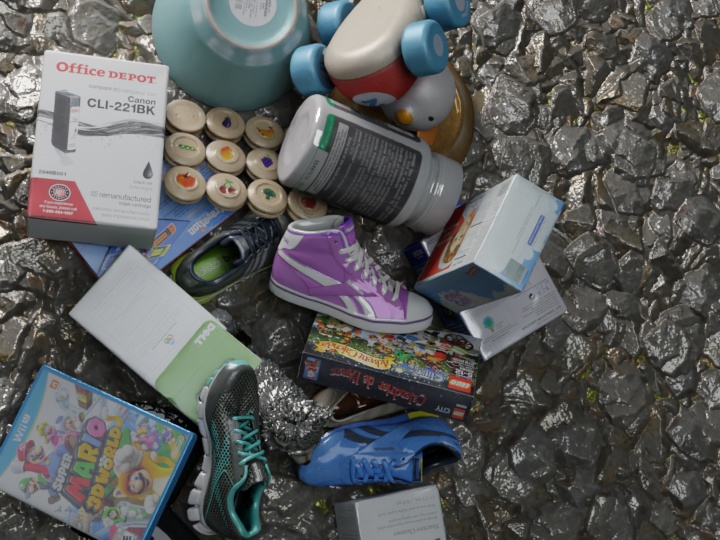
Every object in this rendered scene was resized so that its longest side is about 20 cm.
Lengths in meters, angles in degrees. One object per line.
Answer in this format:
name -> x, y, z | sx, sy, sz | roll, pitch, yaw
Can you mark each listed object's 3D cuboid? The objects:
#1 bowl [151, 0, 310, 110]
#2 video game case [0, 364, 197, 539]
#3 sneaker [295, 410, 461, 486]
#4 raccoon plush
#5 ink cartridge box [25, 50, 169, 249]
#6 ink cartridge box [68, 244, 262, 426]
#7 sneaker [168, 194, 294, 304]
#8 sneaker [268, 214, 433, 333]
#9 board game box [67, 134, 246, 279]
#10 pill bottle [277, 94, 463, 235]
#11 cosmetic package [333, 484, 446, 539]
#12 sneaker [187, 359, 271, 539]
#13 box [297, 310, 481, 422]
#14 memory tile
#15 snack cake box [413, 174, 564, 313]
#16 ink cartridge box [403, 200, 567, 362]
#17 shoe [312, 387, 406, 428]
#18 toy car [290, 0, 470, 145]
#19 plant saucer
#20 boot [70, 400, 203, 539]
bowl -> -0.143, -0.301, 1.621 | 0.199, 0.105, 0.202 | 3, 80, -18
video game case -> -0.292, 0.204, 1.466 | 0.199, 0.018, 0.144 | 22, 80, 18
sneaker -> 0.025, 0.220, 1.591 | 0.199, 0.078, 0.066 | -12, 125, -21
raccoon plush -> -0.116, 0.133, 1.536 | 0.097, 0.134, 0.200 | -43, 96, -20
ink cartridge box -> -0.296, -0.137, 1.536 | 0.143, 0.084, 0.201 | 6, 73, -13
ink cartridge box -> -0.217, 0.076, 1.519 | 0.200, 0.059, 0.104 | 41, 80, 0
sneaker -> -0.133, -0.026, 1.587 | 0.200, 0.081, 0.074 | -37, 94, -21
sneaker -> 0.000, 0.000, 1.577 | 0.199, 0.073, 0.115 | 16, 116, -6
board game box -> -0.239, -0.061, 1.590 | 0.200, 0.019, 0.103 | -39, 93, -21
pill bottle -> 0.013, -0.119, 1.588 | 0.199, 0.113, 0.114 | 21, 74, -19
cosmetic package -> 0.044, 0.360, 1.581 | 0.112, 0.081, 0.201 | -8, 82, -22
sneaker -> -0.127, 0.198, 1.459 | 0.077, 0.091, 0.201 | -5, 105, -42
box -> 0.037, 0.101, 1.572 | 0.199, 0.137, 0.038 | 14, 117, 2
memory tile -> -0.136, -0.129, 1.606 | 0.199, 0.017, 0.154 | 9, 52, -18
snack cake box -> 0.142, -0.026, 1.539 | 0.067, 0.200, 0.115 | 30, 75, -10
ink cartridge box -> 0.147, -0.003, 1.682 | 0.136, 0.076, 0.201 | -29, 92, -20
shoe -> 0.036, 0.140, 1.631 | 0.199, 0.053, 0.070 | -23, 89, -21
toy car -> 0.052, -0.221, 1.616 | 0.201, 0.183, 0.177 | 60, 38, -33
plant saucer -> 0.059, -0.202, 1.709 | 0.199, 0.035, 0.202 | 4, 79, -18
boot -> -0.214, 0.251, 1.521 | 0.198, 0.073, 0.163 | 29, 67, -14
